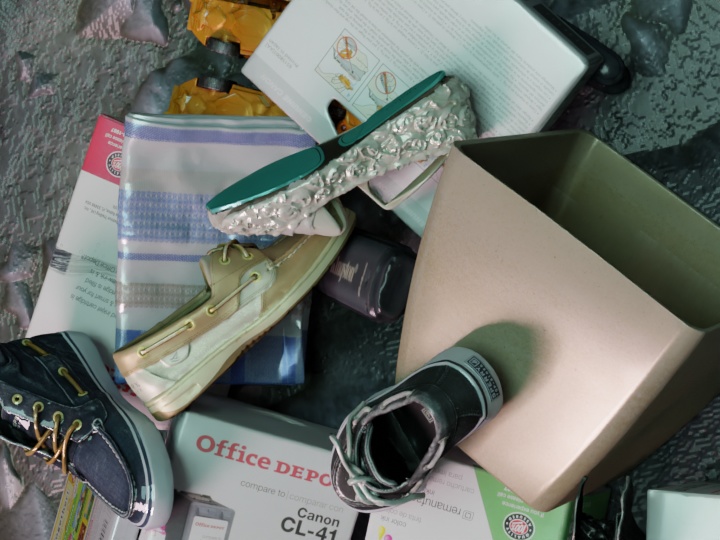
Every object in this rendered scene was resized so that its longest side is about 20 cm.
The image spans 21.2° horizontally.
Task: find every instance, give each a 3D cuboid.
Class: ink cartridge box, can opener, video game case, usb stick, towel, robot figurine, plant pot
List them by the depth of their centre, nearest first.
[{"bbox_3d":[0.230,0.199,1.245,0.067,0.115,0.202,2,88,25],"label":"ink cartridge box"},{"bbox_3d":[0.138,0.039,1.266,0.200,0.199,0.178,39,115,22],"label":"plant pot"},{"bbox_3d":[0.075,0.231,1.337,0.144,0.087,0.202,15,96,26],"label":"ink cartridge box"},{"bbox_3d":[0.040,-0.144,1.339,0.200,0.044,0.174,43,115,9],"label":"ink cartridge box"},{"bbox_3d":[0.000,0.000,1.342,0.032,0.200,0.056,23,90,-15],"label":"usb stick"},{"bbox_3d":[0.104,-0.184,1.356,0.200,0.063,0.079,38,103,23],"label":"can opener"},{"bbox_3d":[-0.102,-0.014,1.381,0.145,0.024,0.202,2,101,-12],"label":"towel"},{"bbox_3d":[-0.088,0.204,1.387,0.146,0.086,0.202,16,97,-8],"label":"ink cartridge box"},{"bbox_3d":[-0.047,-0.140,1.432,0.199,0.058,0.146,16,95,27],"label":"robot figurine"},{"bbox_3d":[-0.216,0.252,1.447,0.182,0.023,0.202,-156,81,-70],"label":"video game case"},{"bbox_3d":[-0.153,0.002,1.462,0.144,0.084,0.202,22,97,25],"label":"ink cartridge box"}]

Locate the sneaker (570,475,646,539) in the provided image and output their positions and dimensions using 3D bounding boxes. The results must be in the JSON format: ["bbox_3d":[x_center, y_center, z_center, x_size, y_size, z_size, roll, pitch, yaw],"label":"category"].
[{"bbox_3d":[0.165,0.211,1.251,0.059,0.200,0.105,3,67,18],"label":"sneaker"}]

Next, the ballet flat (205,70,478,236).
[{"bbox_3d":[-0.007,-0.062,1.299,0.199,0.072,0.072,-28,75,8],"label":"ballet flat"}]

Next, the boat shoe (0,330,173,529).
[{"bbox_3d":[-0.207,0.115,1.351,0.200,0.090,0.071,47,130,44],"label":"boat shoe"}]

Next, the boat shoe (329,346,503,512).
[{"bbox_3d":[0.019,0.117,1.238,0.074,0.068,0.199,55,144,2],"label":"boat shoe"}]

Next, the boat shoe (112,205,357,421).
[{"bbox_3d":[-0.088,0.015,1.339,0.200,0.074,0.066,-45,100,-7],"label":"boat shoe"}]
